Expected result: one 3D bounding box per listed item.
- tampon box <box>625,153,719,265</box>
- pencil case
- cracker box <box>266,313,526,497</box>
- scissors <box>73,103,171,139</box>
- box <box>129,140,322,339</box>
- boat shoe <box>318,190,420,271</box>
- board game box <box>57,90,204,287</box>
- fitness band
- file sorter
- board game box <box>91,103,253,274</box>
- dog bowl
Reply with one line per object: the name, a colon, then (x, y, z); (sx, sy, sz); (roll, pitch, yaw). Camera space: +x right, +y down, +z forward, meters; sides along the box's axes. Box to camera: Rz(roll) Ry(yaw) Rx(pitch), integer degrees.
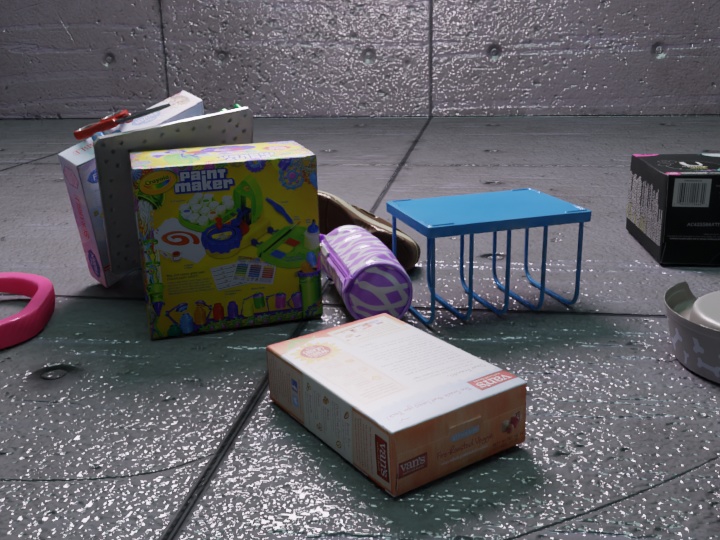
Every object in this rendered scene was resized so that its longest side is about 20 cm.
tampon box: (0.488, -0.096, 1.149); (0.149, 0.127, 0.200); (1, 17, 5)
pencil case: (0.000, 0.000, 0.949); (0.085, 0.084, 0.200); (29, 6, -20)
cracker box: (0.024, 0.103, 0.668); (0.133, 0.058, 0.200); (-13, 20, -30)
scissors: (-0.283, -0.173, 0.922); (0.073, 0.014, 0.200); (-31, 23, -26)
box: (-0.156, -0.042, 0.917); (0.199, 0.194, 0.122); (-6, 18, -16)
boat shoe: (-0.008, -0.055, 1.113); (0.202, 0.075, 0.075); (30, 18, 13)
board game box: (-0.285, -0.108, 1.044); (0.041, 0.200, 0.200); (30, 49, 26)
fitness band: (-0.438, 0.046, 0.923); (0.143, 0.038, 0.200); (-4, 19, -9)
file sorter: (0.147, -0.019, 0.938); (0.199, 0.123, 0.139); (-6, 17, -16)
board game box: (-0.232, -0.104, 1.001); (0.199, 0.201, 0.026); (-19, 45, -28)
dog bowl: (0.400, 0.061, 0.770); (0.199, 0.059, 0.200); (-1, 18, 0)
